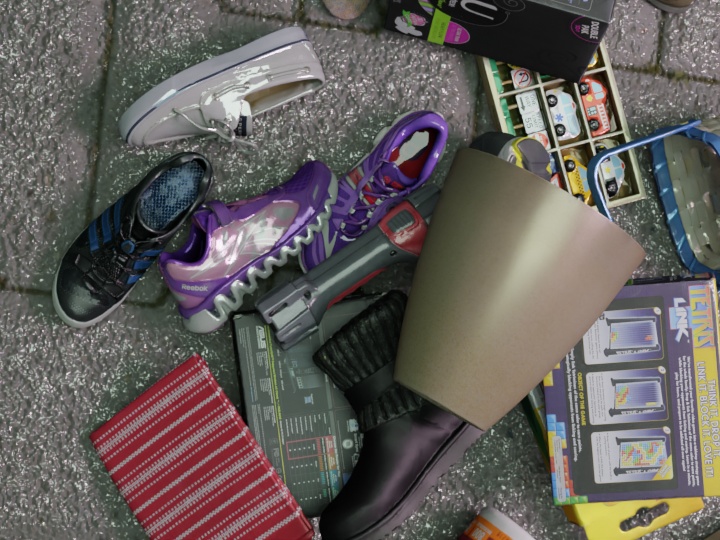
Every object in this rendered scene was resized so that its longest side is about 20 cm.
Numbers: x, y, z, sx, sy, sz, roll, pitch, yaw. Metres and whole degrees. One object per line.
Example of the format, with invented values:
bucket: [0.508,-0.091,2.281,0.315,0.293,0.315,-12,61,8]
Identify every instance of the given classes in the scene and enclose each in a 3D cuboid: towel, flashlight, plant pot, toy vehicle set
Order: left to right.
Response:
towel: [-0.146,0.196,1.536,0.144,0.022,0.201,-37,81,16]
flashlight: [0.000,0.000,1.525,0.199,0.068,0.068,-35,100,-7]
plant pot: [0.115,0.028,1.440,0.186,0.187,0.201,31,85,-6]
toy vehicle set: [0.192,-0.151,1.633,0.123,0.027,0.202,-16,90,-8]

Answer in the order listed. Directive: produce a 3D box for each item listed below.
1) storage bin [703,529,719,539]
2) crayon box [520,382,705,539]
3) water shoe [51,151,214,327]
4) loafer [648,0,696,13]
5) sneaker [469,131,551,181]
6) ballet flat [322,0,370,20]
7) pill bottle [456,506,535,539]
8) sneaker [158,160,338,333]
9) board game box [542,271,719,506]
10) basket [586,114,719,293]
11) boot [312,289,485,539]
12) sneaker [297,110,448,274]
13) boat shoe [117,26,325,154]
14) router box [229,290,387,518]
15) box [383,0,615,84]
storage bin: [0.376,0.353,1.611,0.199,0.094,0.200,-30,92,-8]
crayon box: [0.236,0.159,1.618,0.126,0.051,0.202,-21,91,-8]
water shoe: [-0.214,-0.035,1.543,0.071,0.079,0.200,39,83,-5]
loafer: [0.256,-0.326,1.626,0.199,0.070,0.076,30,84,-6]
sneaker: [0.130,-0.039,1.603,0.074,0.085,0.202,2,110,-32]
ballet flat: [-0.003,-0.342,1.590,0.067,0.067,0.202,7,87,-8]
pill bottle: [0.099,0.331,1.561,0.114,0.114,0.200,41,83,-5]
sneaker: [-0.108,-0.037,1.549,0.200,0.080,0.089,-44,112,-7]
board game box: [0.250,0.108,1.541,0.163,0.057,0.202,-4,95,9]
basket: [0.319,-0.061,1.585,0.199,0.139,0.178,-25,107,-13]
boot: [0.004,0.137,1.504,0.211,0.079,0.158,-44,102,-19]
sneaker: [0.011,-0.073,1.576,0.080,0.083,0.201,35,85,-5]
boat shoe: [-0.122,-0.147,1.561,0.201,0.075,0.087,-26,75,-15]
router box: [-0.037,0.128,1.573,0.148,0.062,0.202,-7,89,-8]
box: [0.136,-0.278,1.547,0.198,0.149,0.125,15,74,0]
